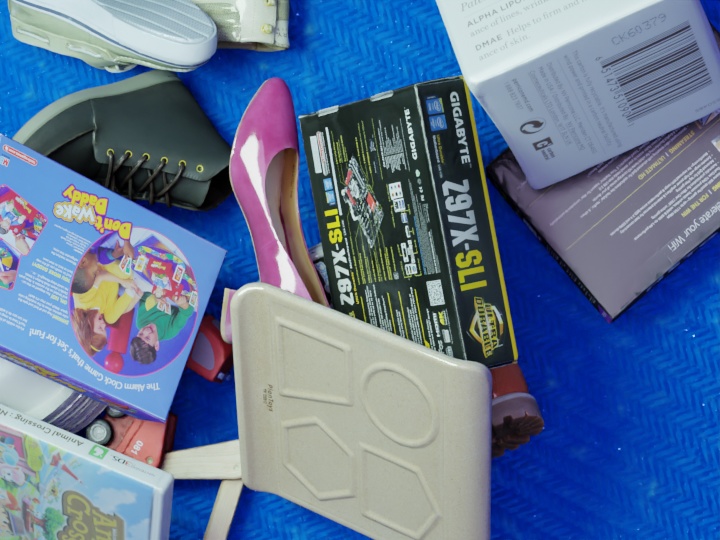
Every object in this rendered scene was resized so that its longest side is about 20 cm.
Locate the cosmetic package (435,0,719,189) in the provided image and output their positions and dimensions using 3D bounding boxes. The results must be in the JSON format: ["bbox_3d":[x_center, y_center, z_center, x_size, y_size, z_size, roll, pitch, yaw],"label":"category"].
[{"bbox_3d":[0.144,-0.202,1.547,0.164,0.165,0.201,-24,58,9],"label":"cosmetic package"}]

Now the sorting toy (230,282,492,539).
[{"bbox_3d":[0.003,0.108,1.526,0.199,0.036,0.186,18,129,26],"label":"sorting toy"}]

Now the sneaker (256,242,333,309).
[{"bbox_3d":[0.000,0.000,1.635,0.199,0.072,0.072,-31,82,3],"label":"sneaker"}]

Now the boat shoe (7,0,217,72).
[{"bbox_3d":[-0.188,-0.184,1.654,0.199,0.072,0.062,24,126,32],"label":"boat shoe"}]

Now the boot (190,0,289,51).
[{"bbox_3d":[-0.055,-0.245,1.656,0.198,0.072,0.156,-5,85,14],"label":"boot"}]

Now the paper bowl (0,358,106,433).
[{"bbox_3d":[-0.271,0.029,1.626,0.199,0.104,0.203,-5,76,19],"label":"paper bowl"}]

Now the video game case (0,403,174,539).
[{"bbox_3d":[-0.226,0.190,1.601,0.181,0.022,0.201,21,133,13],"label":"video game case"}]

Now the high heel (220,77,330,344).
[{"bbox_3d":[-0.046,-0.037,1.573,0.095,0.067,0.202,7,85,30],"label":"high heel"}]

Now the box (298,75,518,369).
[{"bbox_3d":[0.031,-0.025,1.532,0.049,0.159,0.202,-11,90,-31],"label":"box"}]

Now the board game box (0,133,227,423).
[{"bbox_3d":[-0.204,0.008,1.538,0.199,0.045,0.135,28,74,-32],"label":"board game box"}]

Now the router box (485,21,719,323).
[{"bbox_3d":[0.214,-0.082,1.622,0.200,0.051,0.149,-40,83,1],"label":"router box"}]

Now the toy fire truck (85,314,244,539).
[{"bbox_3d":[-0.135,0.140,1.652,0.140,0.049,0.201,32,90,7],"label":"toy fire truck"}]

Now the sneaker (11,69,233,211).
[{"bbox_3d":[-0.173,-0.077,1.603,0.106,0.199,0.075,43,137,18],"label":"sneaker"}]

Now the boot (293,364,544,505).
[{"bbox_3d":[0.031,0.108,1.633,0.199,0.075,0.108,-25,64,10],"label":"boot"}]
